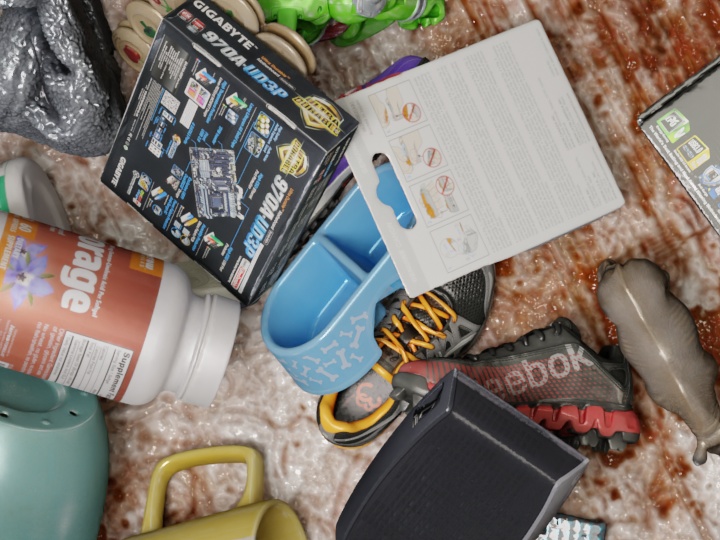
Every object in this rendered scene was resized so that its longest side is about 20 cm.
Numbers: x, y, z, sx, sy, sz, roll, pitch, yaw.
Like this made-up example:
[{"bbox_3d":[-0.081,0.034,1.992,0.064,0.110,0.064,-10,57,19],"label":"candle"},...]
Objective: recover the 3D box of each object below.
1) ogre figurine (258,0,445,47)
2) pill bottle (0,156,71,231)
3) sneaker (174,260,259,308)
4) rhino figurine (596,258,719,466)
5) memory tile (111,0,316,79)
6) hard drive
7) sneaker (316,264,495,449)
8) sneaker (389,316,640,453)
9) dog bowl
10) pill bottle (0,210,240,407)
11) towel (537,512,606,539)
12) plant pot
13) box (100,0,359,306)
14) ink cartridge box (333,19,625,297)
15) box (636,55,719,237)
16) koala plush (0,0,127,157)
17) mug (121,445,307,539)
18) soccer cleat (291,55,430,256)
[{"bbox_3d":[-0.043,-0.204,1.730,0.200,0.120,0.098,20,94,8],"label":"ogre figurine"},{"bbox_3d":[-0.337,-0.008,1.785,0.200,0.113,0.113,-18,88,9],"label":"pill bottle"},{"bbox_3d":[-0.170,0.050,1.787,0.200,0.075,0.085,-11,109,4],"label":"sneaker"},{"bbox_3d":[0.240,0.075,1.703,0.060,0.087,0.200,-30,86,9],"label":"rhino figurine"},{"bbox_3d":[-0.115,-0.165,1.711,0.153,0.200,0.017,41,63,-1],"label":"memory tile"},{"bbox_3d":[0.068,0.176,1.682,0.135,0.042,0.200,35,129,0],"label":"hard drive"},{"bbox_3d":[0.036,0.059,1.743,0.078,0.077,0.200,36,95,9],"label":"sneaker"},{"bbox_3d":[0.120,0.080,1.715,0.200,0.071,0.098,8,82,-14],"label":"sneaker"},{"bbox_3d":[0.000,0.000,1.725,0.200,0.111,0.050,-51,127,2],"label":"dog bowl"},{"bbox_3d":[-0.196,0.034,1.682,0.200,0.112,0.112,17,94,-10],"label":"pill bottle"},{"bbox_3d":[0.104,0.280,1.763,0.146,0.022,0.200,12,91,9],"label":"towel"},{"bbox_3d":[-0.280,0.149,1.712,0.200,0.201,0.161,27,116,8],"label":"plant pot"},{"bbox_3d":[-0.103,-0.087,1.688,0.159,0.046,0.200,40,139,9],"label":"box"},{"bbox_3d":[0.082,-0.082,1.701,0.200,0.047,0.160,-24,87,-23],"label":"ink cartridge box"},{"bbox_3d":[0.343,-0.092,1.705,0.193,0.048,0.200,-36,86,10],"label":"box"},{"bbox_3d":[-0.297,-0.152,1.753,0.200,0.177,0.184,-19,98,5],"label":"koala plush"},{"bbox_3d":[-0.124,0.249,1.760,0.153,0.187,0.150,-9,122,18],"label":"mug"},{"bbox_3d":[-0.025,-0.099,1.756,0.073,0.068,0.200,41,100,3],"label":"soccer cleat"}]
